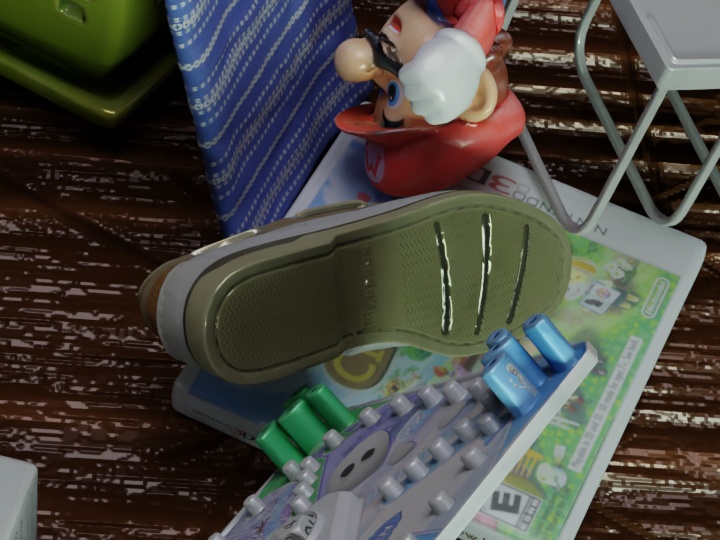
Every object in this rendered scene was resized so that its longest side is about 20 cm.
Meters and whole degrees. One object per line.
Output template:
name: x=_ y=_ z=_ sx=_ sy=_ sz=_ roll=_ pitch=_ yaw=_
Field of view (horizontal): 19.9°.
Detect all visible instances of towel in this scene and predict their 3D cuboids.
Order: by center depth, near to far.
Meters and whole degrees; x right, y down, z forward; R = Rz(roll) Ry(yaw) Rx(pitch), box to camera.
towel: x=-0.038 y=-0.113 z=0.910 sx=0.024 sy=0.200 sz=0.145 roll=12 pitch=48 yaw=22

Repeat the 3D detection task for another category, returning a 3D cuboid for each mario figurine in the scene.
mario figurine: x=0.028 y=-0.131 z=0.918 sx=0.106 sy=0.200 sz=0.123 roll=17 pitch=15 yaw=21

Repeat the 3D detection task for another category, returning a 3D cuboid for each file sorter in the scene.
file sorter: x=0.182 y=-0.102 z=0.966 sx=0.200 sy=0.125 sz=0.139 roll=-4 pitch=51 yaw=-23

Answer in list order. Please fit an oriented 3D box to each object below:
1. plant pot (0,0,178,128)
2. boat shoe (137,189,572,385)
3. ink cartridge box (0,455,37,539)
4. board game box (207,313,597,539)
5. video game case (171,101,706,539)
plant pot: x=-0.136 y=-0.198 z=0.977 sx=0.199 sy=0.182 sz=0.200 roll=28 pitch=53 yaw=15
boat shoe: x=0.000 y=0.000 z=0.872 sx=0.200 sy=0.075 sz=0.068 roll=-6 pitch=16 yaw=-37
ink cartridge box: x=-0.174 y=0.169 z=0.712 sx=0.067 sy=0.116 sz=0.200 roll=15 pitch=51 yaw=2
board game box: x=-0.030 y=0.101 z=0.732 sx=0.026 sy=0.200 sz=0.200 roll=49 pitch=61 yaw=-12
video game case: x=0.041 y=0.023 z=0.924 sx=0.182 sy=0.022 sz=0.200 roll=23 pitch=51 yaw=11
